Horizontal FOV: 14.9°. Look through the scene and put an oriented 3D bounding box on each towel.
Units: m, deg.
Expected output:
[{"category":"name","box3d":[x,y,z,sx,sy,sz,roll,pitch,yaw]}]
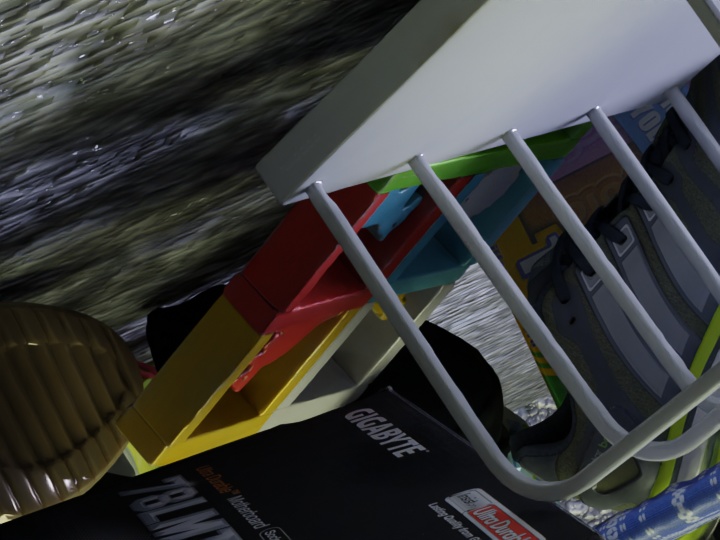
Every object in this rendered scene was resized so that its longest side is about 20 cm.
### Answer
[{"category":"towel","box3d":[0.102,0.065,0.831,0.200,0.024,0.145,-30,171,22]}]

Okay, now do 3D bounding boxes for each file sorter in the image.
[{"category":"file sorter","box3d":[0.104,-0.035,0.742,0.200,0.125,0.139,-17,159,-51]}]

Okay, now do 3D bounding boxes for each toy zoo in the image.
[{"category":"toy zoo","box3d":[0.000,0.000,0.884,0.200,0.020,0.131,-50,163,25]}]

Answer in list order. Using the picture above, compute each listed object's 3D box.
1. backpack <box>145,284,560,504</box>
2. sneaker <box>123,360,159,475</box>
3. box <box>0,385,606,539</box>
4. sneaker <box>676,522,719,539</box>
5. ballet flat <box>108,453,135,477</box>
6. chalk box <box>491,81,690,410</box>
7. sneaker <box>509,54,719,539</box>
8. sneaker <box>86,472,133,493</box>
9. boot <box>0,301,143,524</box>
[{"category":"backpack","box3d":[0.009,0.110,1.066,0.154,0.201,0.163,-19,-151,-36]},{"category":"sneaker","box3d":[-0.100,0.065,1.115,0.090,0.078,0.200,-51,174,-16]},{"category":"box","box3d":[-0.049,0.101,0.738,0.198,0.050,0.200,-21,-166,-11]},{"category":"sneaker","box3d":[0.181,0.051,0.973,0.088,0.074,0.200,-23,-179,-23]},{"category":"ballet flat","box3d":[-0.175,0.093,1.031,0.200,0.070,0.069,-24,174,23]},{"category":"chalk box","box3d":[0.145,-0.031,1.020,0.200,0.124,0.124,-27,172,4]},{"category":"sneaker","box3d":[0.098,-0.005,0.909,0.081,0.201,0.074,10,-165,2]},{"category":"sneaker","box3d":[-0.129,0.096,0.933,0.199,0.076,0.088,-3,135,-19]},{"category":"boot","box3d":[-0.186,0.068,0.882,0.200,0.073,0.166,-22,-176,-42]}]
